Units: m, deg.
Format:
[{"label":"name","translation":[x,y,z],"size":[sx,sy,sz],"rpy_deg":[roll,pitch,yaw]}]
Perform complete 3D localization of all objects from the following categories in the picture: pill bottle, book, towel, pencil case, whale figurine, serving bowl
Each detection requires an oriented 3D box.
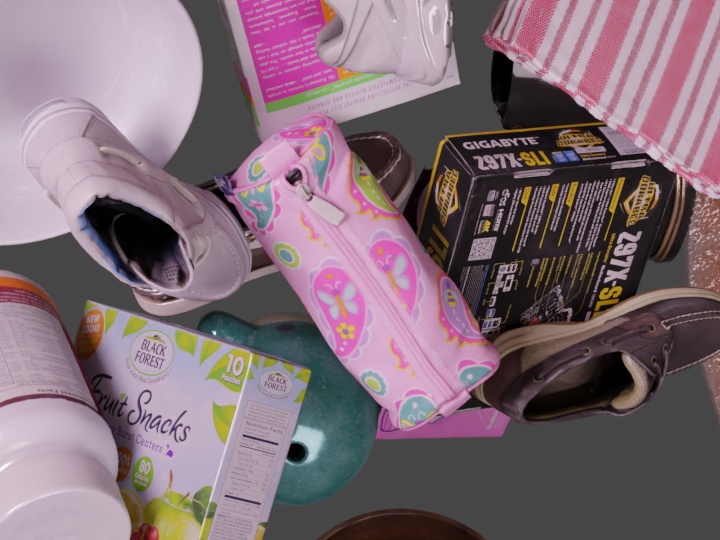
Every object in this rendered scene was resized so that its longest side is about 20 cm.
[{"label":"pill bottle","translation":[-0.210,0.098,1.225],"size":[0.109,0.200,0.110],"rpy_deg":[-15,133,-17]},{"label":"book","translation":[-0.022,-0.180,1.204],"size":[0.133,0.048,0.201],"rpy_deg":[-21,132,-10]},{"label":"towel","translation":[0.178,-0.154,1.266],"size":[0.200,0.030,0.147],"rpy_deg":[31,74,-26]},{"label":"pencil case","translation":[0.000,0.000,1.229],"size":[0.087,0.087,0.200],"rpy_deg":[-34,105,2]},{"label":"whale figurine","translation":[-0.085,0.107,1.360],"size":[0.199,0.104,0.160],"rpy_deg":[-10,113,-6]},{"label":"serving bowl","translation":[-0.194,-0.111,1.150],"size":[0.199,0.066,0.201],"rpy_deg":[-17,136,-17]}]

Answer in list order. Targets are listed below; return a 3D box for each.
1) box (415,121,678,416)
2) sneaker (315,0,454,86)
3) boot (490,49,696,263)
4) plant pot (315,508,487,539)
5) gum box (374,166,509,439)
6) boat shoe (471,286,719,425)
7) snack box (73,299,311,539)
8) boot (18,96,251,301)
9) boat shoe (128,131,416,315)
[{"label":"box","translation":[0.109,0.001,1.325],"size":[0.159,0.049,0.201],"rpy_deg":[-8,131,-28]},{"label":"sneaker","translation":[0.004,-0.195,1.134],"size":[0.099,0.078,0.201],"rpy_deg":[-2,117,-3]},{"label":"boot","translation":[0.150,-0.089,1.362],"size":[0.138,0.078,0.201],"rpy_deg":[-12,120,-12]},{"label":"plant pot","translation":[0.028,0.315,1.572],"size":[0.186,0.187,0.200],"rpy_deg":[-17,148,-15]},{"label":"gum box","translation":[0.074,0.021,1.406],"size":[0.113,0.066,0.201],"rpy_deg":[2,126,-31]},{"label":"boat shoe","translation":[0.169,0.065,1.336],"size":[0.199,0.065,0.073],"rpy_deg":[-15,132,-22]},{"label":"snack box","translation":[-0.122,0.105,1.249],"size":[0.053,0.200,0.143],"rpy_deg":[20,86,-37]},{"label":"boot","translation":[-0.118,-0.014,1.166],"size":[0.073,0.096,0.200],"rpy_deg":[-40,138,10]},{"label":"boat shoe","translation":[-0.060,-0.040,1.283],"size":[0.199,0.072,0.060],"rpy_deg":[-24,138,0]}]
